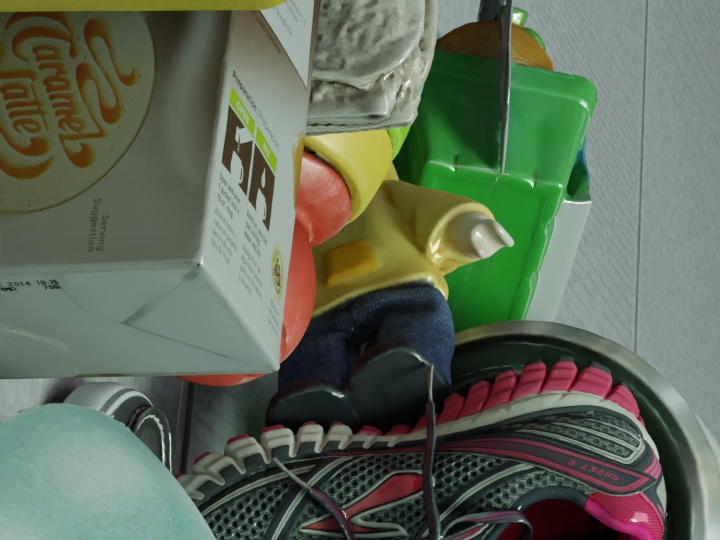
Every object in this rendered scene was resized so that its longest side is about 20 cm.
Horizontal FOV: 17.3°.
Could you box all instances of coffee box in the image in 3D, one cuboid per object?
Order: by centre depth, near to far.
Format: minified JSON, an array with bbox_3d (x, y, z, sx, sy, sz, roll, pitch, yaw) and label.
[{"bbox_3d":[-0.075,-0.074,0.728,0.080,0.113,0.202,57,35,-60],"label":"coffee box"}]

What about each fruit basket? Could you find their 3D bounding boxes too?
[{"bbox_3d":[0.058,-0.062,1.069,0.201,0.093,0.186,-76,179,-51],"label":"fruit basket"}]

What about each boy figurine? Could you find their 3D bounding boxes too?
[{"bbox_3d":[0.000,0.000,0.925,0.201,0.124,0.065,-96,160,-53],"label":"boy figurine"}]

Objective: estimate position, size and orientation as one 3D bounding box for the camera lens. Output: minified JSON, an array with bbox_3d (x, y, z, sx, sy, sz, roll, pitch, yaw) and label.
[{"bbox_3d":[0.080,0.112,0.977,0.200,0.159,0.161,37,52,-72],"label":"camera lens"}]

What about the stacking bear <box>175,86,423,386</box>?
[{"bbox_3d":[-0.037,-0.054,0.855,0.114,0.121,0.201,49,51,-51],"label":"stacking bear"}]

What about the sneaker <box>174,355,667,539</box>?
[{"bbox_3d":[0.008,0.093,0.822,0.075,0.199,0.081,-105,173,-54],"label":"sneaker"}]

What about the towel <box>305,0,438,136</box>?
[{"bbox_3d":[-0.037,-0.137,0.811,0.034,0.131,0.202,53,35,-64],"label":"towel"}]

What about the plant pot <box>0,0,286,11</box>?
[{"bbox_3d":[-0.088,-0.175,0.626,0.177,0.198,0.201,68,26,-57],"label":"plant pot"}]

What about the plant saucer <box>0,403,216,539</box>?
[{"bbox_3d":[-0.067,0.137,0.655,0.201,0.038,0.203,-4,90,-65],"label":"plant saucer"}]

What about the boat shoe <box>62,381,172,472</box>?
[{"bbox_3d":[-0.077,0.128,0.760,0.070,0.066,0.201,60,33,-50],"label":"boat shoe"}]
